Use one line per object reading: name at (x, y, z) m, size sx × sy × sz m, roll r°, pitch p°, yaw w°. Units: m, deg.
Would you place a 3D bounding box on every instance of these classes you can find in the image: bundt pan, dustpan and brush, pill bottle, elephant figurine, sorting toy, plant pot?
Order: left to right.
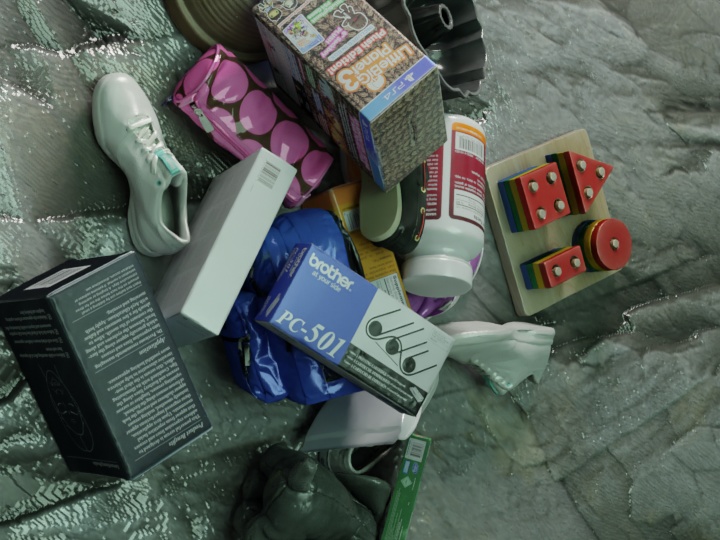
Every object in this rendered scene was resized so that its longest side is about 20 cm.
plant pot at (-0.119, -0.338, 1.604) m, size 0.199 × 0.092 × 0.203 m, roll 4°, pitch 84°, yaw -37°
elephant figurine at (-0.028, 0.279, 1.590) m, size 0.199 × 0.155 × 0.142 m, roll 28°, pitch 98°, yaw -20°
dustpan and brush at (0.024, 0.140, 1.655) m, size 0.057 × 0.139 × 0.201 m, roll 53°, pitch 41°, yaw -35°
bundt pan at (0.072, -0.292, 1.723) m, size 0.202 × 0.075 × 0.204 m, roll 35°, pitch 47°, yaw -47°
pill bottle at (0.093, -0.076, 1.711) m, size 0.112 × 0.113 × 0.202 m, roll 16°, pitch 67°, yaw -34°
sorting toy at (0.270, -0.068, 1.885) m, size 0.198 × 0.069 × 0.202 m, roll -23°, pitch 100°, yaw -35°

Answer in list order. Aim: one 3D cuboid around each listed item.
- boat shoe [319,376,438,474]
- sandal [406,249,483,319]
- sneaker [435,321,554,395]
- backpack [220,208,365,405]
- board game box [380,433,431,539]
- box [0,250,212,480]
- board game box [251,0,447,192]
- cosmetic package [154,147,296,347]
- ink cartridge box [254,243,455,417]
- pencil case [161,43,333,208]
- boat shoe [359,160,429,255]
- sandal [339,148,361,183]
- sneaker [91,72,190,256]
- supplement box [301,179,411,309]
boat shoe at (0.035, 0.172, 1.698) m, size 0.200 × 0.065 × 0.072 m, roll -38°, pitch 108°, yaw -32°
sandal at (0.096, 0.015, 1.762) m, size 0.203 × 0.050 × 0.083 m, roll -46°, pitch 113°, yaw -27°
sneaker at (0.165, 0.111, 1.791) m, size 0.199 × 0.075 × 0.089 m, roll 4°, pitch 96°, yaw -37°
backpack at (-0.072, 0.038, 1.570) m, size 0.166 × 0.162 × 0.202 m, roll -13°, pitch 96°, yaw -20°
board game box at (0.043, 0.288, 1.646) m, size 0.029 × 0.135 × 0.202 m, roll 15°, pitch 85°, yaw 3°
box at (-0.260, 0.095, 1.436) m, size 0.107 × 0.148 × 0.201 m, roll -30°, pitch 105°, yaw -33°
board game box at (-0.010, -0.213, 1.569) m, size 0.097 × 0.160 × 0.200 m, roll -40°, pitch 68°, yaw -10°
cosmetic package at (-0.154, -0.020, 1.518) m, size 0.051 × 0.150 × 0.201 m, roll 32°, pitch 69°, yaw -20°
ink cartridge box at (-0.004, 0.062, 1.488) m, size 0.199 × 0.044 × 0.095 m, roll 33°, pitch 77°, yaw -23°
pencil case at (-0.120, -0.153, 1.596) m, size 0.200 × 0.091 × 0.094 m, roll 40°, pitch 30°, yaw -25°
boat shoe at (0.042, -0.115, 1.651) m, size 0.063 × 0.073 × 0.203 m, roll 31°, pitch 55°, yaw -45°
sandal at (0.015, -0.193, 1.712) m, size 0.079 × 0.059 × 0.209 m, roll -4°, pitch 89°, yaw -36°
sneaker at (-0.220, -0.116, 1.517) m, size 0.075 × 0.088 × 0.202 m, roll -23°, pitch 100°, yaw -33°
supplement box at (0.000, 0.000, 1.672) m, size 0.068 × 0.066 × 0.202 m, roll -16°, pitch 90°, yaw -38°
